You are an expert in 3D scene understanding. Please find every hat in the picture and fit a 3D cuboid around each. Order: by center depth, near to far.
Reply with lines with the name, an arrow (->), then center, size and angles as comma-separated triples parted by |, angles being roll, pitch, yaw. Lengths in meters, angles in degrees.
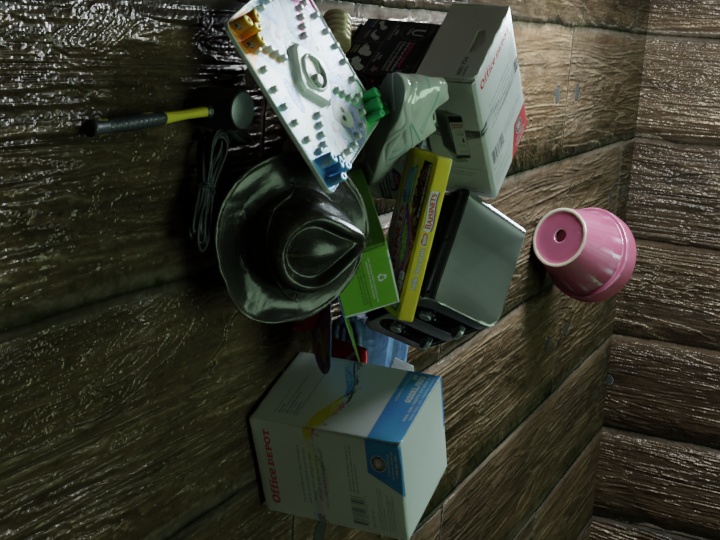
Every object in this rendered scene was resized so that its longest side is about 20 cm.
hat -> -0.050, -0.030, 1.157 | 0.199, 0.080, 0.204 | -9, 104, -39

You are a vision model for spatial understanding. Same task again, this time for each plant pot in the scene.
plant pot -> 0.463, -0.047, 2.376 | 0.178, 0.198, 0.203 | 20, 80, -50

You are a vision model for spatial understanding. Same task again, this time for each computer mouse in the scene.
computer mouse -> -0.130, -0.076, 1.197 | 0.199, 0.045, 0.143 | 21, 75, -62

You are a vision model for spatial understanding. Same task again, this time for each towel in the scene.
towel -> 0.020, 0.103, 1.585 | 0.199, 0.048, 0.113 | -13, 109, -64

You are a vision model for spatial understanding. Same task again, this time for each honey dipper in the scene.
honey dipper -> -0.031, -0.226, 1.282 | 0.038, 0.037, 0.202 | 71, 16, -47

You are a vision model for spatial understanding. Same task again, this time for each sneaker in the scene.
sneaker -> 0.049, -0.166, 1.353 | 0.201, 0.079, 0.071 | 125, -48, -57

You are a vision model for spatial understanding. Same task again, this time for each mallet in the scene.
mallet -> -0.173, -0.143, 1.042 | 0.200, 0.065, 0.042 | -29, 122, -60

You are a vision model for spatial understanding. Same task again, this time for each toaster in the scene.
toaster -> 0.111, -0.002, 1.483 | 0.118, 0.180, 0.202 | 29, 64, -19

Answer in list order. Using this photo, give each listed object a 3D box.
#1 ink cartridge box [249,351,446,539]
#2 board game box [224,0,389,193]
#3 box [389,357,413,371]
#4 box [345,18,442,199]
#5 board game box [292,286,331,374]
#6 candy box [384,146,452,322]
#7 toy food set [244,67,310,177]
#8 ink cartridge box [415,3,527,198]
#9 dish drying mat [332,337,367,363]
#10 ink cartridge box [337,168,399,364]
ink cartridge box -> -0.011, 0.210, 1.367 | 0.145, 0.197, 0.149 | -51, 142, -51
board game box -> -0.048, -0.211, 1.183 | 0.201, 0.026, 0.201 | 57, 30, -18
box -> 0.035, 0.240, 1.624 | 0.145, 0.036, 0.201 | -57, 157, -30
box -> 0.051, -0.207, 1.462 | 0.202, 0.113, 0.133 | 76, 33, -40
board game box -> -0.068, 0.022, 1.320 | 0.158, 0.038, 0.203 | -123, -149, -65
candy box -> 0.061, -0.047, 1.375 | 0.102, 0.026, 0.203 | -141, -117, -69
toy food set -> -0.080, -0.163, 1.237 | 0.144, 0.060, 0.202 | -79, 158, -50
ink cartridge box -> 0.145, -0.217, 1.427 | 0.148, 0.082, 0.201 | -63, 150, -33
dish drying mat -> -0.025, 0.196, 1.486 | 0.018, 0.076, 0.203 | -7, 106, -48
ink cartridge box -> 0.000, 0.000, 1.390 | 0.149, 0.075, 0.201 | -107, -179, -46
